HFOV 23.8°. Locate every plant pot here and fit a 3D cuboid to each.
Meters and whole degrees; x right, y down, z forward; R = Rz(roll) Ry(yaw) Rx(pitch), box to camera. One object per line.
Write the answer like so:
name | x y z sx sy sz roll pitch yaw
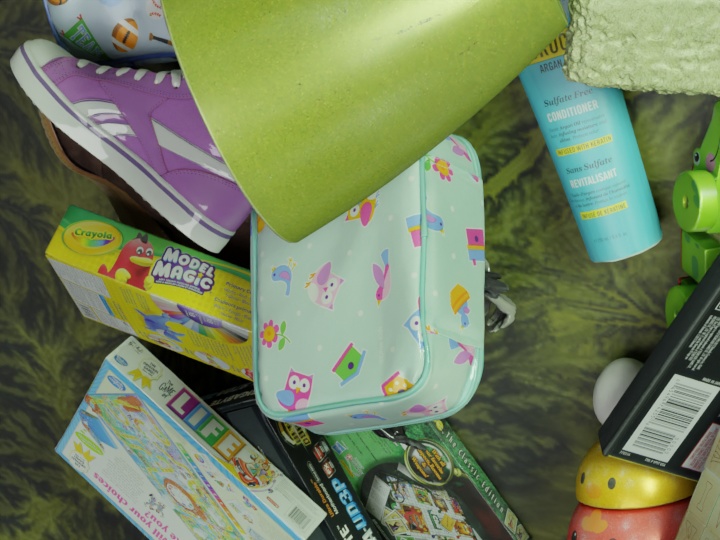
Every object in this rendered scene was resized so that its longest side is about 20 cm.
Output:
plant pot | 0.013 -0.142 0.992 0.198 0.187 0.189 -23 106 11

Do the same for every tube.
tube | 0.141 -0.107 1.102 0.077 0.050 0.202 -16 103 23

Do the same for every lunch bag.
lunch bag | 0.000 0.000 1.098 0.159 0.077 0.203 -15 67 37
lunch bag | -0.145 -0.233 1.145 0.158 0.076 0.202 -4 113 24

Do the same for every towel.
towel | 0.218 -0.172 0.999 0.197 0.037 0.150 0 113 -2

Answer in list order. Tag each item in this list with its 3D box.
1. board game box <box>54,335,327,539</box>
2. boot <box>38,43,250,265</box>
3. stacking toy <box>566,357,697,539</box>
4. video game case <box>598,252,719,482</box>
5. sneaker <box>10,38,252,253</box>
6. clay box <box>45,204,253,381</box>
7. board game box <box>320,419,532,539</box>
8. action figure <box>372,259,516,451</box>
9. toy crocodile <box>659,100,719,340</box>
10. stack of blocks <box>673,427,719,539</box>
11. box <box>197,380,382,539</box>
board game box | -0.133 0.161 1.306 0.200 0.034 0.135 42 134 5
boot | -0.125 -0.087 1.210 0.165 0.073 0.201 -9 123 34
stacking toy | 0.191 0.160 1.188 0.145 0.146 0.203 -7 95 27
video game case | 0.276 0.067 1.095 0.179 0.026 0.201 17 126 -16
sneaker | -0.133 -0.116 1.131 0.200 0.073 0.115 38 100 13
clay box | -0.118 0.026 1.229 0.198 0.048 0.115 19 159 14
board game box | 0.034 0.150 1.297 0.104 0.023 0.201 -28 103 35
action figure | 0.037 0.015 1.177 0.118 0.101 0.202 14 83 48
toy crocodile | 0.229 -0.016 1.100 0.067 0.062 0.202 -7 118 -16
stack of blocks | 0.261 0.188 1.086 0.114 0.059 0.202 16 101 -19
box | -0.075 0.185 1.336 0.158 0.046 0.202 -16 108 41
